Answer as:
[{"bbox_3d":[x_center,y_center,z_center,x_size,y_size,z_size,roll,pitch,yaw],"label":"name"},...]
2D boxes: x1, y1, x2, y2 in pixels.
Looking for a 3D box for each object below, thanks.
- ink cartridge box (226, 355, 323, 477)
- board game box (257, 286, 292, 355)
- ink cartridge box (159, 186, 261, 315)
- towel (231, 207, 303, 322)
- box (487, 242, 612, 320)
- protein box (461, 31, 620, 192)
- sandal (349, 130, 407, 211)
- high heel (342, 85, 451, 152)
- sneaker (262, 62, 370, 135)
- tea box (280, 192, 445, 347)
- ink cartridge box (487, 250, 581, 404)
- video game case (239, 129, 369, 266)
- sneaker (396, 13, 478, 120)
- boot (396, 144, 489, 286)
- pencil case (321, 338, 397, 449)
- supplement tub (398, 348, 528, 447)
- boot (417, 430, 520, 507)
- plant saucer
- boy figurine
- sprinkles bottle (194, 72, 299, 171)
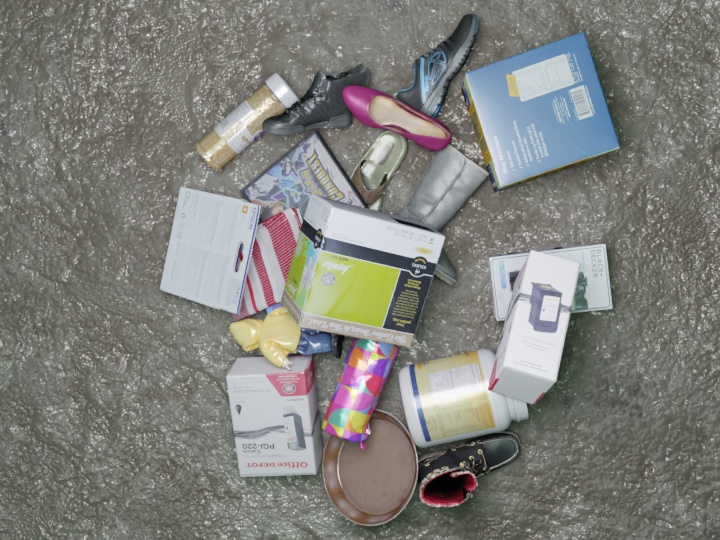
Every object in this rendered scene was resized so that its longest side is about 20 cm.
[{"bbox_3d":[-0.151,0.261,1.343,0.145,0.085,0.200,-4,107,7],"label":"ink cartridge box"},{"bbox_3d":[-0.068,0.059,1.365,0.200,0.045,0.135,-20,91,6],"label":"board game box"},{"bbox_3d":[-0.260,-0.037,1.345,0.200,0.041,0.200,15,94,32],"label":"ink cartridge box"},{"bbox_3d":[-0.170,-0.010,1.334,0.200,0.023,0.144,-25,78,27],"label":"towel"},{"bbox_3d":[0.329,0.019,1.315,0.199,0.060,0.117,-5,92,6],"label":"box"},{"bbox_3d":[0.296,-0.260,1.269,0.200,0.135,0.199,-18,91,6],"label":"protein box"},{"bbox_3d":[0.016,-0.162,1.340,0.080,0.057,0.201,25,94,2],"label":"sandal"},{"bbox_3d":[0.064,-0.268,1.285,0.200,0.096,0.068,24,83,-11],"label":"high heel"},{"bbox_3d":[-0.078,-0.300,1.315,0.199,0.060,0.104,-11,119,-23],"label":"sneaker"},{"bbox_3d":[0.000,0.000,1.222,0.200,0.134,0.197,13,100,-22],"label":"tea box"},{"bbox_3d":[0.273,0.090,1.187,0.084,0.145,0.200,16,67,6],"label":"ink cartridge box"},{"bbox_3d":[-0.097,-0.117,1.337,0.181,0.025,0.200,-37,74,13],"label":"video game case"},{"bbox_3d":[0.137,-0.363,1.312,0.082,0.073,0.200,30,95,4],"label":"sneaker"},{"bbox_3d":[0.156,-0.098,1.330,0.182,0.073,0.200,42,90,2],"label":"boot"},{"bbox_3d":[0.001,0.203,1.317,0.088,0.088,0.200,18,88,5],"label":"pencil case"},{"bbox_3d":[0.177,0.216,1.297,0.200,0.144,0.145,-13,91,6],"label":"supplement tub"},{"bbox_3d":[0.186,0.342,1.298,0.200,0.151,0.073,-15,91,5],"label":"boot"},{"bbox_3d":[0.022,0.348,1.337,0.200,0.034,0.201,-10,71,32],"label":"plant saucer"},{"bbox_3d":[-0.131,0.118,1.311,0.199,0.064,0.125,-1,57,8],"label":"boy figurine"},{"bbox_3d":[-0.204,-0.266,1.354,0.200,0.068,0.068,-39,88,7],"label":"sprinkles bottle"}]
